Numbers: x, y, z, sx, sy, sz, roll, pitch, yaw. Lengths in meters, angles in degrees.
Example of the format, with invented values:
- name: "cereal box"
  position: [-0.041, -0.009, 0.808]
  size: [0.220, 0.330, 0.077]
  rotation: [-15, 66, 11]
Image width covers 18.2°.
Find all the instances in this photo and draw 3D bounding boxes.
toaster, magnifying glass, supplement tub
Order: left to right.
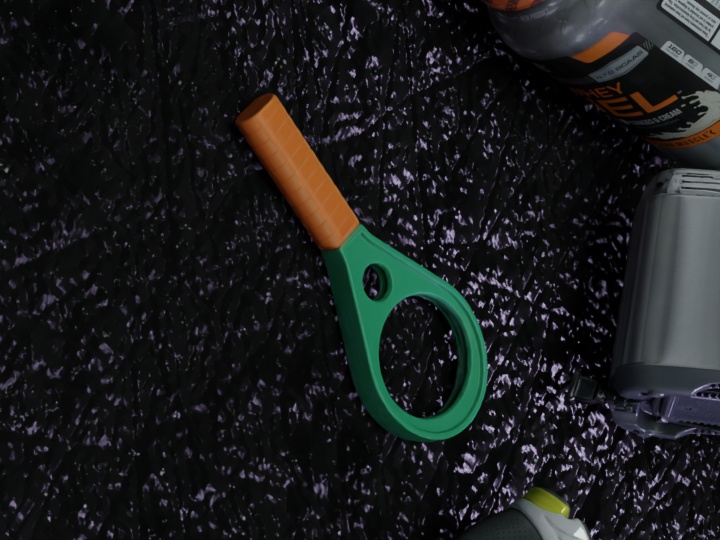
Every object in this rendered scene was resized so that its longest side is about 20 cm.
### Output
- name: "magnifying glass"
  position: [0.000, 0.000, 1.115]
  size: [0.080, 0.022, 0.200]
  rotation: [-48, 117, -34]
- name: "supplement tub"
  position: [0.151, -0.143, 1.196]
  size: [0.200, 0.122, 0.123]
  rotation: [29, 66, -34]
- name: "toaster"
  position: [0.212, 0.024, 1.211]
  size: [0.114, 0.199, 0.130]
  rotation: [79, 18, -71]

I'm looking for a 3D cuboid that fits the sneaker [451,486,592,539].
- name: "sneaker"
  position: [0.084, 0.211, 1.139]
  size: [0.084, 0.074, 0.201]
  rotation: [-17, 102, -16]
